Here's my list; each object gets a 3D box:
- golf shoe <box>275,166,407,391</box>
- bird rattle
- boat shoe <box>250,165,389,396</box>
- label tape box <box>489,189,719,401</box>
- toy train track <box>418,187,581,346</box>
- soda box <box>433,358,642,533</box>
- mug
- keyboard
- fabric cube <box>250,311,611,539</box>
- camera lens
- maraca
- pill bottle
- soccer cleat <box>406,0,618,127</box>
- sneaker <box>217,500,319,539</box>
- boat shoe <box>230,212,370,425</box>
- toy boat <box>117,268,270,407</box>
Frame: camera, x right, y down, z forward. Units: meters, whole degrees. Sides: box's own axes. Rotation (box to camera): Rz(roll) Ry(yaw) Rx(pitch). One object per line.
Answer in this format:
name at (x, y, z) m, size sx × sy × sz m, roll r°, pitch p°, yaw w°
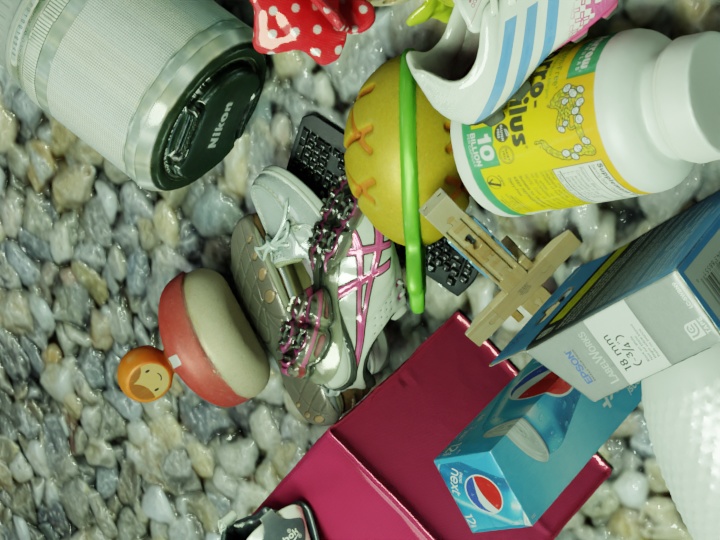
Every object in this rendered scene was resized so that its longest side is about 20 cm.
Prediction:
golf shoe at (0.000, 0.000, 1.362) m, size 0.073 × 0.091 × 0.202 m, roll 25°, pitch 97°, yaw 67°
bird rattle at (0.002, -0.230, 1.163) m, size 0.113 × 0.198 × 0.165 m, roll 126°, pitch 130°, yaw -65°
boat shoe at (-0.044, 0.007, 1.416) m, size 0.074 × 0.064 × 0.204 m, roll -7°, pitch 110°, yaw 60°
label tape box at (0.205, 0.022, 1.183) m, size 0.063 × 0.144 × 0.200 m, roll 51°, pitch 140°, yaw -4°
toy train track at (0.099, -0.012, 1.264) m, size 0.200 × 0.115 × 0.033 m, roll 39°, pitch -172°, yaw -48°
soda box at (0.145, 0.114, 1.259) m, size 0.064 × 0.200 × 0.068 m, roll -17°, pitch 107°, yaw 46°
mug at (0.277, 0.122, 1.206) m, size 0.177 × 0.147 × 0.200 m, roll 61°, pitch 169°, yaw -3°
keyboard at (0.012, -0.040, 1.391) m, size 0.199 × 0.040 × 0.105 m, roll 35°, pitch 136°, yaw 19°
fabric cube at (0.053, 0.199, 1.404) m, size 0.196 × 0.200 × 0.200 m, roll 47°, pitch 139°, yaw 6°
camera lens at (-0.191, -0.177, 1.384) m, size 0.199 × 0.160 × 0.161 m, roll 37°, pitch 137°, yaw 16°
maraca at (0.041, -0.070, 1.272) m, size 0.106 × 0.137 × 0.202 m, roll -1°, pitch 106°, yaw 8°
pill bottle at (0.168, -0.105, 1.148) m, size 0.199 × 0.113 × 0.114 m, roll -8°, pitch 113°, yaw 45°
soccer cleat at (0.113, -0.184, 1.101) m, size 0.200 × 0.086 × 0.070 m, roll -49°, pitch 39°, yaw 13°
sneaker at (-0.044, 0.253, 1.320) m, size 0.198 × 0.079 × 0.131 m, roll 28°, pitch 142°, yaw 40°
boat shoe at (-0.053, 0.039, 1.486) m, size 0.076 × 0.071 × 0.202 m, roll -24°, pitch 90°, yaw 58°
toy boat at (-0.163, 0.076, 1.511) m, size 0.131 × 0.130 × 0.200 m, roll 61°, pitch 173°, yaw -2°
